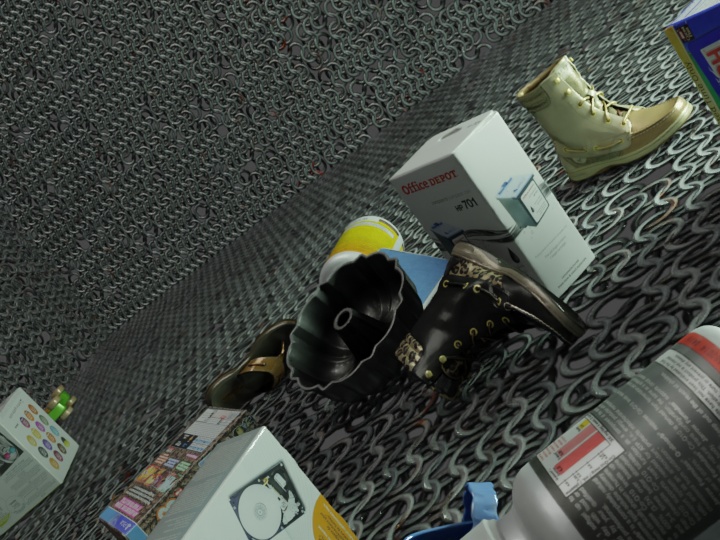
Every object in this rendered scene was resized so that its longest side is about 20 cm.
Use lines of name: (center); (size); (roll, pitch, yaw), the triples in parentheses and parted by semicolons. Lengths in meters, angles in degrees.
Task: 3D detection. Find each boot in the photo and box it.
boot: (0.310, -0.214, 1.217); (0.199, 0.156, 0.073); (-23, 20, 52)
boot: (0.126, 0.067, 0.962); (0.151, 0.073, 0.200); (-56, 41, 2)

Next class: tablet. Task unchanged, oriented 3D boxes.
tablet: (0.039, 0.037, 1.329); (0.129, 0.014, 0.200); (10, 42, 29)

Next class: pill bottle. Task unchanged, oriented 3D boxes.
pill bottle: (0.000, 0.000, 1.480); (0.109, 0.110, 0.200); (-33, 14, 26)
pill bottle: (0.160, 0.135, 0.542); (0.199, 0.116, 0.116); (-38, 13, 3)

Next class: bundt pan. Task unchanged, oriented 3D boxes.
bundt pan: (0.001, 0.081, 1.187); (0.201, 0.076, 0.203); (-33, 35, 26)

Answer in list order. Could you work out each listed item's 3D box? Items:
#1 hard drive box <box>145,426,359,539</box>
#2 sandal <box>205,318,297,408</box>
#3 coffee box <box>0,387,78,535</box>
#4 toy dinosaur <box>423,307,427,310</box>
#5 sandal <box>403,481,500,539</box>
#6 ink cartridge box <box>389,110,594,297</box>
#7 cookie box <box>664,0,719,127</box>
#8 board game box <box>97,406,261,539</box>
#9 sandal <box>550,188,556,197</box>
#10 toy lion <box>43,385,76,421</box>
hard drive box: (-0.102, 0.260, 0.781); (0.076, 0.156, 0.200); (-26, 19, 40)
sandal: (-0.160, 0.160, 1.476); (0.199, 0.082, 0.055); (-38, 29, 0)
coffee box: (-0.766, 0.417, 2.045); (0.199, 0.198, 0.200); (-40, 14, 4)
toy dinosaur: (0.155, 0.001, 1.205); (0.200, 0.058, 0.101); (-43, -3, -18)
sandal: (0.054, 0.215, 0.649); (0.199, 0.087, 0.080); (-40, 14, 6)
ink cartridge box: (0.146, -0.061, 1.062); (0.086, 0.201, 0.146); (-44, 13, -24)
cookie box: (0.406, -0.198, 0.861); (0.075, 0.172, 0.200); (-40, 11, -21)
board game box: (-0.204, 0.273, 1.156); (0.200, 0.097, 0.159); (-45, 14, -23)
sandal: (0.229, -0.098, 1.244); (0.075, 0.043, 0.201); (1, 21, -6)
toy lion: (-0.927, 0.440, 2.764); (0.192, 0.069, 0.200); (-48, 14, -5)
